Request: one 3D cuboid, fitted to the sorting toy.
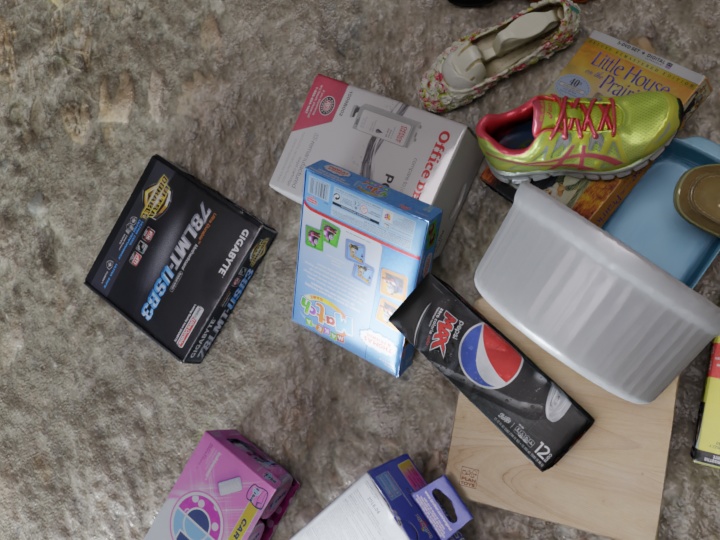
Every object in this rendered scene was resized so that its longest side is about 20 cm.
[{"bbox_3d":[0.201,0.141,0.733,0.199,0.070,0.200,8,84,23],"label":"sorting toy"}]

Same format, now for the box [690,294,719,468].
[{"bbox_3d":[0.348,0.081,0.681,0.050,0.075,0.201,11,87,23],"label":"box"}]

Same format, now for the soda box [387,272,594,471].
[{"bbox_3d":[0.122,0.093,0.696,0.200,0.071,0.063,44,97,23],"label":"soda box"}]

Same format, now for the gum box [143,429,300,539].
[{"bbox_3d":[-0.166,0.291,0.858,0.113,0.066,0.201,31,93,24],"label":"gum box"}]

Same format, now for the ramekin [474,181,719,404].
[{"bbox_3d":[0.191,0.020,0.617,0.200,0.200,0.098,39,102,23],"label":"ramekin"}]

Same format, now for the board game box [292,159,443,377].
[{"bbox_3d":[0.000,0.000,0.798,0.151,0.037,0.201,26,126,24],"label":"board game box"}]

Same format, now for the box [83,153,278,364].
[{"bbox_3d":[-0.234,-0.016,0.949,0.198,0.050,0.201,34,95,24],"label":"box"}]

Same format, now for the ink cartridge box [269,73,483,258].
[{"bbox_3d":[0.019,-0.119,0.842,0.199,0.083,0.147,24,91,24],"label":"ink cartridge box"}]

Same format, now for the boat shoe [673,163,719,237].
[{"bbox_3d":[0.387,-0.051,0.663,0.200,0.063,0.074,20,91,5],"label":"boat shoe"}]

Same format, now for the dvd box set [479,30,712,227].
[{"bbox_3d":[0.235,-0.138,0.764,0.200,0.029,0.146,-51,49,7],"label":"dvd box set"}]

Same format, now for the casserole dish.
[{"bbox_3d":[0.295,-0.038,0.741,0.121,0.039,0.201,35,96,23],"label":"casserole dish"}]

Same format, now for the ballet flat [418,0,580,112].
[{"bbox_3d":[0.147,-0.245,0.819,0.199,0.064,0.076,-29,82,16],"label":"ballet flat"}]

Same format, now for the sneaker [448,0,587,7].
[{"bbox_3d":[0.185,-0.353,0.821,0.199,0.076,0.093,9,80,22],"label":"sneaker"}]

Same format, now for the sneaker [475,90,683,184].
[{"bbox_3d":[0.201,-0.134,0.708,0.199,0.090,0.079,-10,64,32],"label":"sneaker"}]

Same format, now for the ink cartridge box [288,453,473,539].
[{"bbox_3d":[0.025,0.283,0.744,0.200,0.076,0.137,-49,67,32],"label":"ink cartridge box"}]
